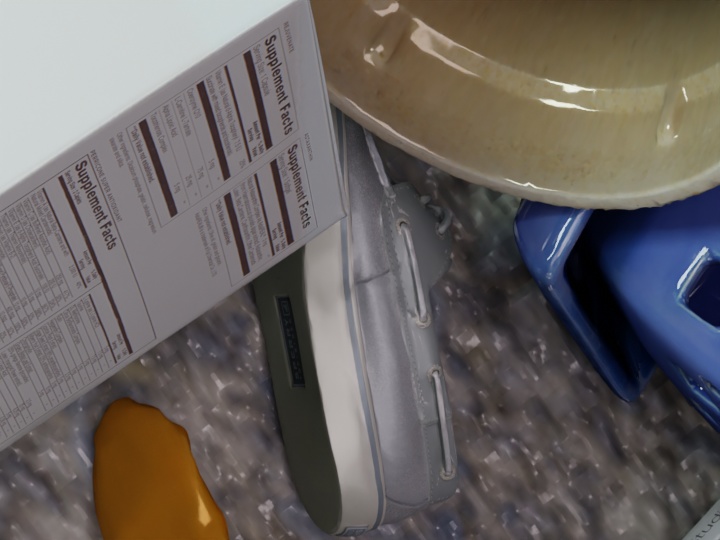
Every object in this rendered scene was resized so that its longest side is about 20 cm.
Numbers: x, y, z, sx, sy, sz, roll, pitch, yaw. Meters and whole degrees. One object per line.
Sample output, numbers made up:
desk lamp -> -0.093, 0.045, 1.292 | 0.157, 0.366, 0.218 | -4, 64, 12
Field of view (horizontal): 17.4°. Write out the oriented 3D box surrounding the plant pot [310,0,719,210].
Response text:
plant pot -> 0.077, -0.155, 0.795 | 0.200, 0.200, 0.184 | 34, 59, -12

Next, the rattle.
rattle -> -0.007, 0.141, 0.932 | 0.198, 0.143, 0.131 | 3, 126, -22

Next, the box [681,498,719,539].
box -> 0.182, 0.205, 0.986 | 0.144, 0.036, 0.200 | -45, 99, -11

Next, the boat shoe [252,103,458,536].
boat shoe -> 0.000, 0.001, 0.927 | 0.071, 0.070, 0.203 | -10, 97, -25

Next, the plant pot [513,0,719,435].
plant pot -> 0.179, -0.018, 0.891 | 0.179, 0.200, 0.201 | 27, 82, 24

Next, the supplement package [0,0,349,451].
supplement package -> -0.130, -0.049, 0.774 | 0.199, 0.151, 0.152 | -34, 66, -11
